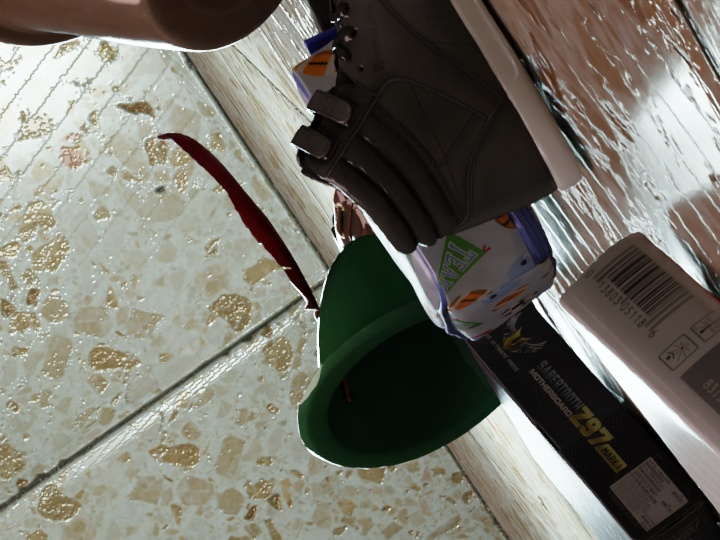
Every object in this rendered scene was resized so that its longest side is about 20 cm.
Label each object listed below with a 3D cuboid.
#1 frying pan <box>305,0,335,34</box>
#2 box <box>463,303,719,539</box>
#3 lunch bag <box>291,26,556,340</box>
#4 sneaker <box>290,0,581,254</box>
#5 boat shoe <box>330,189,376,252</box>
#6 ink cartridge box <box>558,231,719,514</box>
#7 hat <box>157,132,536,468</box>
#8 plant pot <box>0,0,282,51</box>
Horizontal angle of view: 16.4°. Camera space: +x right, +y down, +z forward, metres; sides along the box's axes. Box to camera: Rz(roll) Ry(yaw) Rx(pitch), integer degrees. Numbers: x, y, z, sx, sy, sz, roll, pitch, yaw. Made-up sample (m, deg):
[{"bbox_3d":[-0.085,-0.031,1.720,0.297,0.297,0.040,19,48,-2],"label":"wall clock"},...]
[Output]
[{"bbox_3d":[-0.019,-0.143,1.432,0.115,0.031,0.190,66,-179,-64],"label":"frying pan"},{"bbox_3d":[0.151,0.125,1.484,0.200,0.051,0.158,51,175,42],"label":"box"},{"bbox_3d":[0.032,-0.049,1.270,0.160,0.075,0.200,57,178,11],"label":"lunch bag"},{"bbox_3d":[-0.001,-0.095,1.038,0.200,0.099,0.071,57,179,-3],"label":"sneaker"},{"bbox_3d":[0.016,-0.028,1.649,0.070,0.070,0.200,24,164,6],"label":"boat shoe"},{"bbox_3d":[0.173,0.091,0.964,0.200,0.050,0.162,47,-179,-29],"label":"ink cartridge box"},{"bbox_3d":[0.000,0.000,1.567,0.176,0.165,0.200,60,171,32],"label":"hat"},{"bbox_3d":[-0.125,-0.193,1.299,0.175,0.200,0.200,31,162,39],"label":"plant pot"}]
